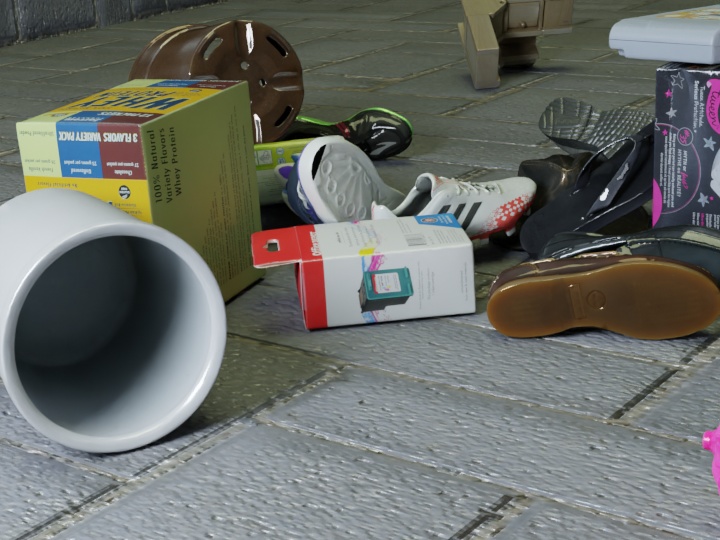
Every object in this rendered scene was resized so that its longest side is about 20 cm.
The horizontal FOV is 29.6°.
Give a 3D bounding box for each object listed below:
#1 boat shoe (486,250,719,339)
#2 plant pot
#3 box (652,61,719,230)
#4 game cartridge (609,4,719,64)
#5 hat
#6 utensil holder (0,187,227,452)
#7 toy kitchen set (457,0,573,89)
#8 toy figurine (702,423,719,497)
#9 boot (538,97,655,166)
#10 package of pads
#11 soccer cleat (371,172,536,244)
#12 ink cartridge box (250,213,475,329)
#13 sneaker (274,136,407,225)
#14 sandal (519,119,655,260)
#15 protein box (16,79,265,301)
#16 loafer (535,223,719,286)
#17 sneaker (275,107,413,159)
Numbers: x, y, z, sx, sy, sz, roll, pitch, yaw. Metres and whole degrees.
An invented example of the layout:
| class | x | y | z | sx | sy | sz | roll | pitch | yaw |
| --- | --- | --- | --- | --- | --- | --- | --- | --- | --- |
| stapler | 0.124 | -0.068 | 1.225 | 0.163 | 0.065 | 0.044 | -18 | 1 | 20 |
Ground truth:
| class | x | y | z | sx | sy | sz | roll | pitch | yaw |
| --- | --- | --- | --- | --- | --- | --- | --- | --- | --- |
| boat shoe | 0.207 | 0.015 | 1.160 | 0.197 | 0.072 | 0.070 | 1 | 22 | 15 |
| plant pot | -0.172 | -0.220 | 1.697 | 0.198 | 0.204 | 0.198 | -12 | 6 | -24 |
| box | 0.346 | -0.094 | 1.253 | 0.113 | 0.203 | 0.132 | 9 | 20 | 33 |
| game cartridge | 0.343 | -0.222 | 1.268 | 0.198 | 0.042 | 0.132 | -17 | 17 | -41 |
| hat | 0.218 | -0.086 | 1.456 | 0.197 | 0.082 | 0.201 | -3 | 18 | 1 |
| utensil holder | -0.216 | 0.030 | 1.059 | 0.168 | 0.173 | 0.199 | -12 | 16 | -24 |
| toy kitchen set | 0.277 | -0.374 | 2.344 | 0.196 | 0.165 | 0.182 | -6 | 45 | -4 |
| toy figurine | 0.290 | 0.114 | 0.781 | 0.197 | 0.153 | 0.184 | 13 | 0 | -24 |
| boot | 0.301 | -0.126 | 1.525 | 0.199 | 0.068 | 0.130 | 28 | -7 | 43 |
| package of pads | -0.097 | -0.110 | 1.562 | 0.152 | 0.069 | 0.200 | -8 | 3 | -10 |
| soccer cleat | 0.095 | -0.065 | 1.367 | 0.198 | 0.086 | 0.068 | -25 | 26 | -22 |
| ink cartridge box | 0.000 | 0.000 | 1.259 | 0.196 | 0.068 | 0.116 | -5 | 17 | -4 |
| sneaker | -0.048 | -0.087 | 1.380 | 0.145 | 0.082 | 0.199 | 17 | -8 | 33 |
| sandal | 0.237 | -0.082 | 1.330 | 0.199 | 0.043 | 0.076 | -40 | 36 | 12 |
| protein box | -0.199 | -0.063 | 1.282 | 0.133 | 0.202 | 0.200 | 3 | 19 | 23 |
| loafer | 0.249 | 0.000 | 1.217 | 0.198 | 0.069 | 0.070 | 1 | 25 | 32 |
| sneaker | -0.027 | -0.164 | 1.799 | 0.196 | 0.078 | 0.084 | -5 | 35 | 6 |
